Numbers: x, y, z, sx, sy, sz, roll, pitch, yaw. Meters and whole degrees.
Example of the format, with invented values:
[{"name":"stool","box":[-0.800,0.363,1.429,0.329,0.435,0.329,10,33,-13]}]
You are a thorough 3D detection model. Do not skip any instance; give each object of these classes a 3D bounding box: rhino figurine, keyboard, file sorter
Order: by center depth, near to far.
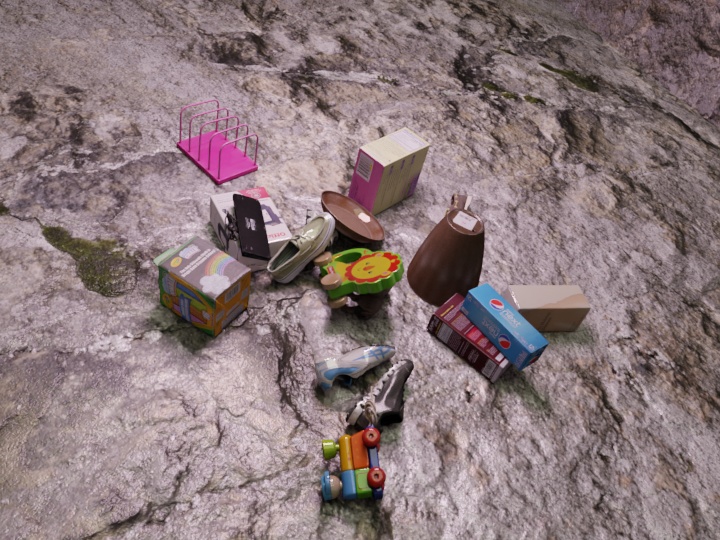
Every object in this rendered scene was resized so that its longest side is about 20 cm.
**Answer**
[{"name":"keyboard","box":[-0.269,-0.098,1.434,0.103,0.040,0.201,16,39,-34]},{"name":"rhino figurine","box":[0.030,0.034,1.481,0.087,0.060,0.201,20,46,13]},{"name":"file sorter","box":[-0.390,-0.361,1.709,0.138,0.126,0.200,-29,59,-38]}]

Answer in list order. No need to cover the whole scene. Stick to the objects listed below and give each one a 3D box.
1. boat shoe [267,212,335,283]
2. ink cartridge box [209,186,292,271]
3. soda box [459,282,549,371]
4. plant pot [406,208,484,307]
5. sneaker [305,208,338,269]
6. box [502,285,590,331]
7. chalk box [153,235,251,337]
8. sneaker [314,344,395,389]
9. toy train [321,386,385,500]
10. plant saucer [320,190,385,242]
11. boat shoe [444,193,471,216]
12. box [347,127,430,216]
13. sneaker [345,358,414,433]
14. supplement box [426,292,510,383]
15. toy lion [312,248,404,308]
[{"name":"boat shoe","box":[-0.136,-0.055,1.444,0.072,0.062,0.201,38,88,27]},{"name":"ink cartridge box","box":[-0.266,-0.101,1.512,0.143,0.085,0.201,-14,52,-27]},{"name":"soda box","box":[0.318,0.123,1.388,0.067,0.065,0.200,-19,54,-35]},{"name":"plant pot","box":[0.226,-0.045,1.520,0.185,0.201,0.188,8,43,-8]},{"name":"sneaker","box":[-0.098,-0.081,1.550,0.087,0.075,0.201,8,44,-6]},{"name":"box","box":[0.446,0.093,1.524,0.197,0.096,0.078,-1,46,-15]},{"name":"chalk box","box":[-0.351,0.023,1.336,0.199,0.125,0.125,30,46,16]},{"name":"sneaker","box":[-0.008,0.199,1.310,0.198,0.072,0.073,-11,83,-34]},{"name":"toy train","box":[-0.021,0.319,1.148,0.114,0.085,0.202,-6,60,-4]},{"name":"plant saucer","box":[-0.027,-0.132,1.609,0.199,0.037,0.201,31,22,-14]},{"name":"boat shoe","box":[0.266,-0.154,1.739,0.059,0.072,0.201,16,39,9]},{"name":"box","box":[0.076,-0.273,1.723,0.096,0.177,0.199,40,48,23]},{"name":"sneaker","box":[0.061,0.263,1.260,0.090,0.067,0.200,37,51,17]},{"name":"supplement box","box":[0.263,0.152,1.433,0.200,0.061,0.108,39,47,21]},{"name":"toy lion","box":[0.000,0.000,1.415,0.190,0.069,0.200,-20,27,-5]}]
